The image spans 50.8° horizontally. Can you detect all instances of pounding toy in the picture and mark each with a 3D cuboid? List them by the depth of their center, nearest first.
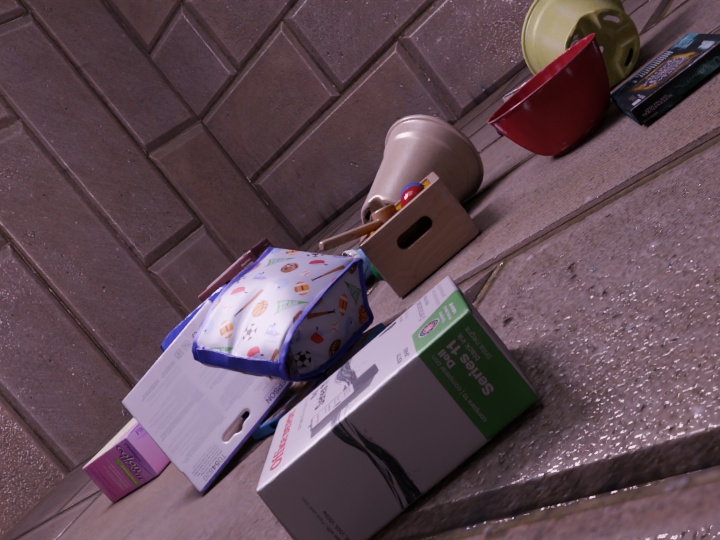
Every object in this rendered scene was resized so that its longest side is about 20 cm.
[{"bbox_3d":[0.059,-0.060,1.164,0.199,0.143,0.184,-39,7,8],"label":"pounding toy"}]

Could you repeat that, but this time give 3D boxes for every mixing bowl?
[{"bbox_3d":[0.301,-0.247,1.142,0.199,0.109,0.200,-41,7,6],"label":"mixing bowl"}]

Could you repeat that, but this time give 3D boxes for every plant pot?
[{"bbox_3d":[0.398,-0.401,1.330,0.199,0.201,0.185,-38,18,15],"label":"plant pot"},{"bbox_3d":[0.097,-0.137,1.353,0.200,0.200,0.185,-30,24,54],"label":"plant pot"}]

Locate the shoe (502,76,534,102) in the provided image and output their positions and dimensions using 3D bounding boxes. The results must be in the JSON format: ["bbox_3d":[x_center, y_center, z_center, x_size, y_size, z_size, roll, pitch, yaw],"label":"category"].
[{"bbox_3d":[0.441,-0.468,1.936,0.070,0.054,0.199,-46,9,-38],"label":"shoe"}]

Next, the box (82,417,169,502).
[{"bbox_3d":[-0.430,0.346,1.526,0.199,0.097,0.176,-36,8,38],"label":"box"}]

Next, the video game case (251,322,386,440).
[{"bbox_3d":[-0.058,0.152,1.027,0.199,0.018,0.143,-34,11,44],"label":"video game case"}]

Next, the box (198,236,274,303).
[{"bbox_3d":[-0.227,0.064,1.710,0.165,0.201,0.164,-38,7,11],"label":"box"}]

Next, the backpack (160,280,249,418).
[{"bbox_3d":[-0.200,0.150,1.225,0.161,0.169,0.200,-36,-25,1],"label":"backpack"}]

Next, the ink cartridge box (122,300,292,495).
[{"bbox_3d":[-0.215,0.179,1.083,0.200,0.199,0.041,-49,-28,-6],"label":"ink cartridge box"}]

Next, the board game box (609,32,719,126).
[{"bbox_3d":[0.396,-0.251,0.977,0.134,0.028,0.200,-38,7,20],"label":"board game box"}]

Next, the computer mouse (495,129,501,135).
[{"bbox_3d":[0.367,-0.379,1.884,0.058,0.034,0.200,-38,7,27],"label":"computer mouse"}]

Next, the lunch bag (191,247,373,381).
[{"bbox_3d":[-0.103,0.070,0.996,0.167,0.126,0.200,4,31,34],"label":"lunch bag"}]

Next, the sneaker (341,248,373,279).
[{"bbox_3d":[0.000,0.000,1.498,0.088,0.080,0.200,-17,-3,-17],"label":"sneaker"}]

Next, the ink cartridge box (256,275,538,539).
[{"bbox_3d":[0.024,0.109,0.582,0.199,0.083,0.147,-41,6,6],"label":"ink cartridge box"}]
